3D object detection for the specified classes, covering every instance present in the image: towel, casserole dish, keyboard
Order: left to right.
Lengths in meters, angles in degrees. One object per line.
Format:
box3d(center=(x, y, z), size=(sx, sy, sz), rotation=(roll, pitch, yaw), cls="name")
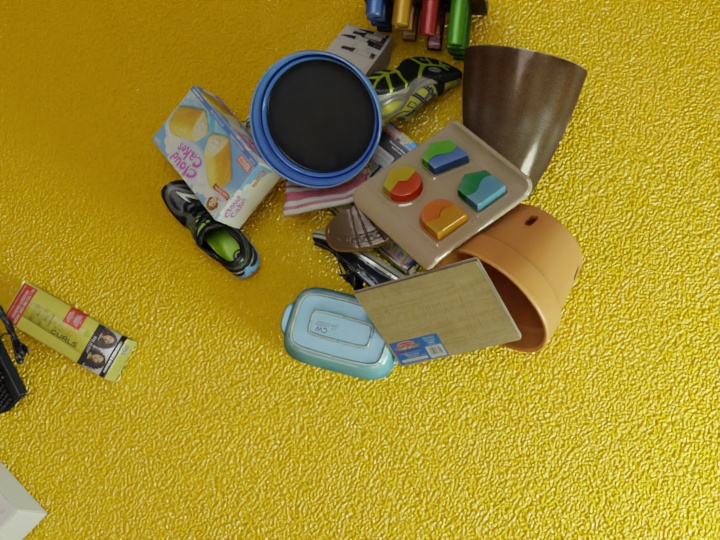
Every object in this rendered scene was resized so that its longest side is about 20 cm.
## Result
box3d(center=(-0.570, 0.114, 1.750), size=(0.127, 0.021, 0.200), rotation=(-41, 73, 29), cls="keyboard")
box3d(center=(-0.052, -0.181, 1.739), size=(0.146, 0.030, 0.201), rotation=(-13, 56, 23), cls="towel")
box3d(center=(-0.028, 0.092, 1.713), size=(0.199, 0.039, 0.122), rotation=(14, 78, 11), cls="casserole dish")

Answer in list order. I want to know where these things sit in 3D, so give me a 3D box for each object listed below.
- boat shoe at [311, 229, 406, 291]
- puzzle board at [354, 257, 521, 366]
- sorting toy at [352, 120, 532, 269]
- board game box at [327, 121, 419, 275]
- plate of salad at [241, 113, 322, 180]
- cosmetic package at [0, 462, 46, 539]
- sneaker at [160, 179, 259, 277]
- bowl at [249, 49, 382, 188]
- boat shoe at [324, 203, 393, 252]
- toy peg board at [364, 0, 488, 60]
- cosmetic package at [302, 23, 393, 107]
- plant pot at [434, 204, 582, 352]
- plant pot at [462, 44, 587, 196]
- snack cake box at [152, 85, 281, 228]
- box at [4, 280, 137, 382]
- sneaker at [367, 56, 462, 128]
box3d(center=(0.000, 0.000, 1.709), size=(0.200, 0.075, 0.062), rotation=(33, 93, 21), cls="boat shoe")
box3d(center=(0.111, 0.061, 1.620), size=(0.199, 0.151, 0.017), rotation=(-16, 33, 29), cls="puzzle board")
box3d(center=(0.114, -0.116, 1.611), size=(0.200, 0.037, 0.185), rotation=(-38, 56, -12), cls="sorting toy")
box3d(center=(0.054, -0.114, 1.744), size=(0.200, 0.057, 0.165), rotation=(42, 86, 14), cls="board game box")
box3d(center=(-0.112, -0.231, 1.760), size=(0.199, 0.048, 0.201), rotation=(-16, 55, 24), cls="plate of salad")
box3d(center=(-0.614, 0.361, 1.671), size=(0.200, 0.123, 0.199), rotation=(43, 84, 15), cls="cosmetic package")
box3d(center=(-0.234, -0.072, 1.753), size=(0.071, 0.083, 0.200), rotation=(-44, 75, 0), cls="sneaker")
box3d(center=(-0.063, -0.222, 1.655), size=(0.200, 0.039, 0.201), rotation=(5, 109, 15), cls="bowl")
box3d(center=(0.046, -0.072, 1.673), size=(0.199, 0.065, 0.072), rotation=(-19, 76, 3), cls="boat shoe")
box3d(center=(0.091, -0.390, 1.744), size=(0.198, 0.200, 0.098), rotation=(6, 92, 8), cls="toy peg board")
box3d(center=(-0.018, -0.313, 1.745), size=(0.082, 0.051, 0.200), rotation=(15, 38, 11), cls="cosmetic package")
box3d(center=(0.227, 0.000, 1.638), size=(0.200, 0.200, 0.140), rotation=(38, 66, 14), cls="plant pot")
box3d(center=(0.228, -0.217, 1.701), size=(0.186, 0.187, 0.201), rotation=(12, 92, 9), cls="plant pot")
box3d(center=(-0.222, -0.176, 1.746), size=(0.115, 0.067, 0.200), rotation=(-48, 60, 14), cls="snack cake box")
box3d(center=(-0.451, 0.093, 1.755), size=(0.200, 0.050, 0.075), rotation=(29, 83, 13), cls="box")
box3d(center=(0.077, -0.277, 1.750), size=(0.200, 0.077, 0.075), rotation=(-22, 43, -36), cls="sneaker")
